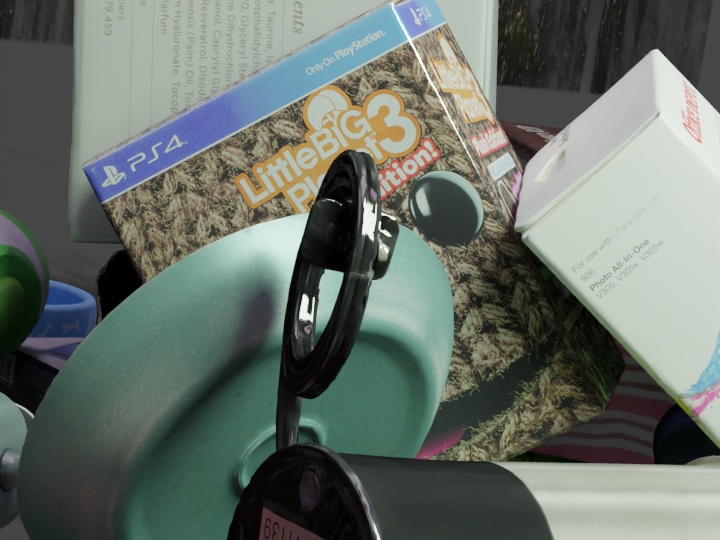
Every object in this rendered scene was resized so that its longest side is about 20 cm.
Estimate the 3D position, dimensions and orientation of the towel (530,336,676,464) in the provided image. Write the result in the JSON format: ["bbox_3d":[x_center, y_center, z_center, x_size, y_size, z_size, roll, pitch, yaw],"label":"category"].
[{"bbox_3d":[0.100,0.058,1.388,0.146,0.030,0.200,3,-33,-3],"label":"towel"}]

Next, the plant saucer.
[{"bbox_3d":[-0.040,0.065,1.129,0.200,0.200,0.036,1,38,-40],"label":"plant saucer"}]

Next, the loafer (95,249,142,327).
[{"bbox_3d":[-0.100,0.054,1.298,0.075,0.070,0.200,-25,28,2],"label":"loafer"}]

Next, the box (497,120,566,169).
[{"bbox_3d":[0.172,0.009,1.695,0.200,0.164,0.166,7,9,-12],"label":"box"}]

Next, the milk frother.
[{"bbox_3d":[0.054,0.072,1.031,0.188,0.200,0.181,4,26,-31],"label":"milk frother"}]

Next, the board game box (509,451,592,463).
[{"bbox_3d":[0.081,0.126,1.253,0.102,0.048,0.200,10,9,6],"label":"board game box"}]

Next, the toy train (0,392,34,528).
[{"bbox_3d":[-0.195,0.083,1.091,0.114,0.085,0.200,2,5,16],"label":"toy train"}]

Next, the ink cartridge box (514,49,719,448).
[{"bbox_3d":[0.165,0.012,1.226,0.200,0.088,0.145,45,14,-7],"label":"ink cartridge box"}]

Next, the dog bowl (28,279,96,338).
[{"bbox_3d":[-0.232,0.030,1.531,0.200,0.050,0.111,3,11,-31],"label":"dog bowl"}]

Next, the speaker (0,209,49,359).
[{"bbox_3d":[-0.223,0.028,1.365,0.088,0.089,0.200,12,19,15],"label":"speaker"}]

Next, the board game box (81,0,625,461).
[{"bbox_3d":[0.000,0.000,1.255,0.159,0.200,0.097,-28,3,13],"label":"board game box"}]

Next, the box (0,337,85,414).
[{"bbox_3d":[-0.083,0.075,1.437,0.137,0.038,0.200,2,11,-37],"label":"box"}]

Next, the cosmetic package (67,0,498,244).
[{"bbox_3d":[-0.033,-0.095,1.398,0.200,0.166,0.167,2,4,4],"label":"cosmetic package"}]

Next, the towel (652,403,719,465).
[{"bbox_3d":[0.180,0.113,1.284,0.112,0.049,0.200,45,11,0],"label":"towel"}]
